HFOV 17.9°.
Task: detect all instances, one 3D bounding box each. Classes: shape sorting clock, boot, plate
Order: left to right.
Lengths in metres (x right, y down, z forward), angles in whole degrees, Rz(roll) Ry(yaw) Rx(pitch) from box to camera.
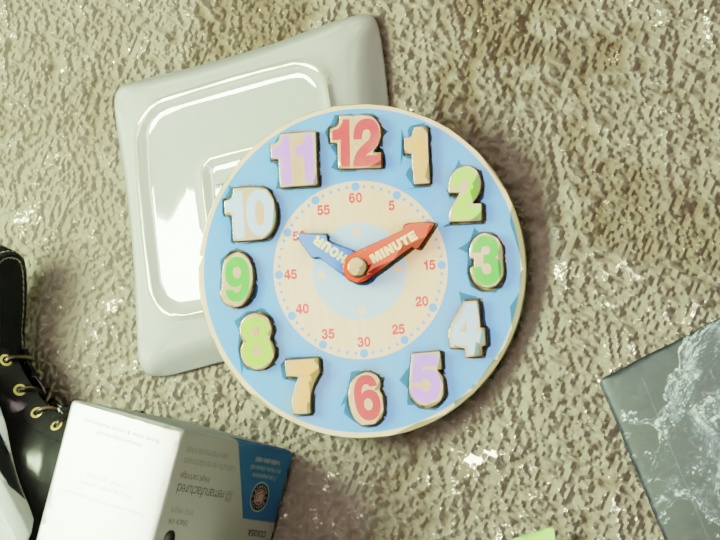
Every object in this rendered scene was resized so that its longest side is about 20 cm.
[{"bbox_3d":[-0.202,0.089,1.463,0.150,0.073,0.201,8,88,29],"label":"boot"},{"bbox_3d":[-0.071,-0.048,1.445,0.199,0.032,0.201,-13,76,24],"label":"plate"},{"bbox_3d":[0.000,0.000,1.367,0.199,0.039,0.201,-1,84,9],"label":"shape sorting clock"}]

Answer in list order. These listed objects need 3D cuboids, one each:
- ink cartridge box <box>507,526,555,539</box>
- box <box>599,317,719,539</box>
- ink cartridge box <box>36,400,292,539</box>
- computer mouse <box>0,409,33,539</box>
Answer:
[{"bbox_3d":[0.017,0.228,1.295,0.199,0.076,0.149,-22,60,32],"label":"ink cartridge box"},{"bbox_3d":[0.263,0.108,1.197,0.199,0.117,0.197,-29,69,21],"label":"box"},{"bbox_3d":[-0.129,0.189,1.366,0.085,0.146,0.201,11,86,27],"label":"ink cartridge box"},{"bbox_3d":[-0.244,0.154,1.424,0.109,0.044,0.201,-29,76,30],"label":"computer mouse"}]
